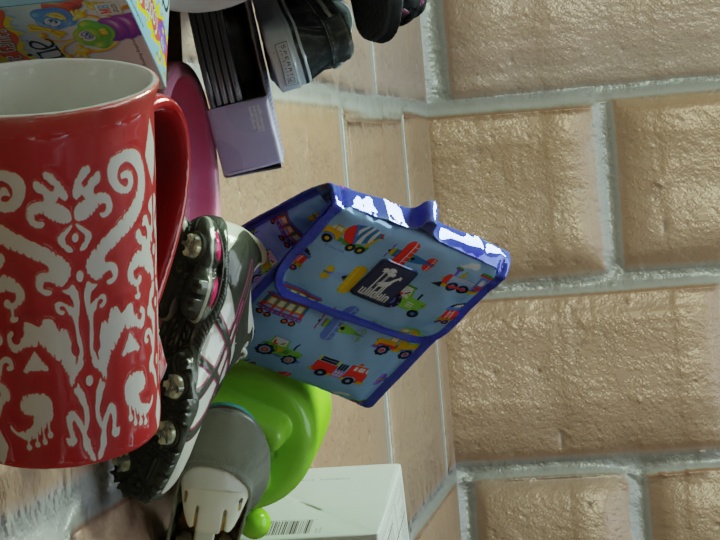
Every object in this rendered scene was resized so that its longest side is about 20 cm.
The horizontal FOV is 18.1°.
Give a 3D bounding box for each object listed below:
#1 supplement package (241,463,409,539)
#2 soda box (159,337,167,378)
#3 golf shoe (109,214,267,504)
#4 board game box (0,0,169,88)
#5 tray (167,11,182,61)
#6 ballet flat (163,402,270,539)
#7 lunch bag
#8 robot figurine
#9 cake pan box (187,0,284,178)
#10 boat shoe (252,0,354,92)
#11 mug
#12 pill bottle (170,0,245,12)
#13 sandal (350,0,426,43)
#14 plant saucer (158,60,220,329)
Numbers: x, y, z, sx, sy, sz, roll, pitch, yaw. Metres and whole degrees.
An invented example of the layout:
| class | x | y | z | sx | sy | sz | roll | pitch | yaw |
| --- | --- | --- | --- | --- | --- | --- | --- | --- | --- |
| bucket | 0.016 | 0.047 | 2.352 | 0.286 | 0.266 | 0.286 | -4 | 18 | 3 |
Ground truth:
| class | x | y | z | sx | sy | sz | roll | pitch | yaw |
| --- | --- | --- | --- | --- | --- | --- | --- | --- | --- |
| supplement package | -0.037 | 0.282 | 1.851 | 0.151 | 0.151 | 0.201 | -66 | 150 | -71 |
| soda box | -0.174 | -0.008 | 1.376 | 0.064 | 0.070 | 0.201 | -77 | 160 | -61 |
| golf shoe | -0.112 | 0.063 | 1.534 | 0.088 | 0.077 | 0.201 | 11 | 95 | -49 |
| board game box | -0.174 | -0.217 | 1.370 | 0.105 | 0.102 | 0.201 | 69 | 19 | -61 |
| tray | -0.169 | -0.198 | 1.616 | 0.200 | 0.037 | 0.099 | 36 | 50 | -80 |
| ballet flat | -0.105 | 0.174 | 1.616 | 0.201 | 0.067 | 0.064 | 106 | -5 | -51 |
| lunch bag | 0.000 | 0.000 | 1.610 | 0.200 | 0.150 | 0.095 | -38 | -141 | 46 |
| robot figurine | -0.084 | 0.114 | 1.744 | 0.200 | 0.115 | 0.176 | -58 | 168 | -78 |
| cake pan box | -0.098 | -0.167 | 1.694 | 0.200 | 0.052 | 0.185 | -109 | -176 | -82 |
| boat shoe | -0.038 | -0.175 | 1.670 | 0.200 | 0.070 | 0.073 | -109 | -174 | -69 |
| mug | -0.151 | -0.008 | 1.245 | 0.133 | 0.177 | 0.201 | 25 | -58 | 56 |
| pill bottle | -0.117 | -0.287 | 1.529 | 0.114 | 0.114 | 0.201 | 69 | 12 | -62 |
| sandal | 0.021 | -0.216 | 1.623 | 0.201 | 0.048 | 0.076 | -109 | -149 | -66 |
| plant saucer | -0.145 | -0.050 | 1.634 | 0.200 | 0.050 | 0.202 | -1 | 90 | -81 |
